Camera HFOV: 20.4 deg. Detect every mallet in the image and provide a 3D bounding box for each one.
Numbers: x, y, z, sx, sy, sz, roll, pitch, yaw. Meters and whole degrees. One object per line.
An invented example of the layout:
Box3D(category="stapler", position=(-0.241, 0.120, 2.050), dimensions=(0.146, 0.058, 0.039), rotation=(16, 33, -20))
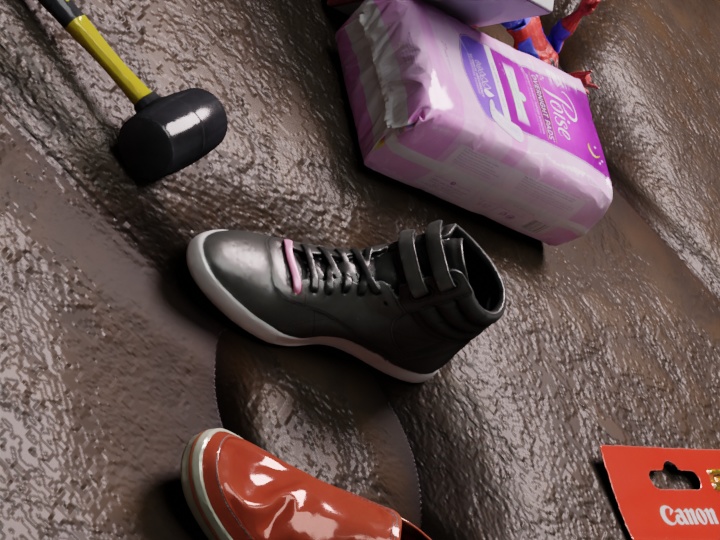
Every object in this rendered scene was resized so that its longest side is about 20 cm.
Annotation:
Box3D(category="mallet", position=(-0.162, -0.132, 1.128), dimensions=(0.200, 0.041, 0.066), rotation=(44, 35, -3))

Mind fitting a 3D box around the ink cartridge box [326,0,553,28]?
Box3D(category="ink cartridge box", position=(0.065, -0.272, 1.371), dimensions=(0.083, 0.146, 0.201), rotation=(19, 74, -41))

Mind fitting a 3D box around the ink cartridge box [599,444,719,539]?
Box3D(category="ink cartridge box", position=(0.251, 0.197, 1.307), dimensions=(0.160, 0.047, 0.200), rotation=(8, 55, -48))

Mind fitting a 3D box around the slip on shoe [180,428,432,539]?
Box3D(category="slip on shoe", position=(-0.008, 0.140, 1.025), dimensions=(0.200, 0.061, 0.074), rotation=(38, 36, -19))

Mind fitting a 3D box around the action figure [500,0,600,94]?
Box3D(category="action figure", position=(0.133, -0.200, 1.470), dimensions=(0.065, 0.099, 0.200), rotation=(-40, 118, -41))

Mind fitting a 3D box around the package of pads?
Box3D(category="package of pads", position=(0.078, -0.101, 1.359), dimensions=(0.200, 0.076, 0.121), rotation=(21, 46, -39))

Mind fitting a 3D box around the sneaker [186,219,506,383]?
Box3D(category="sneaker", position=(0.000, 0.000, 1.137), dimensions=(0.200, 0.099, 0.071), rotation=(21, 45, -38))
